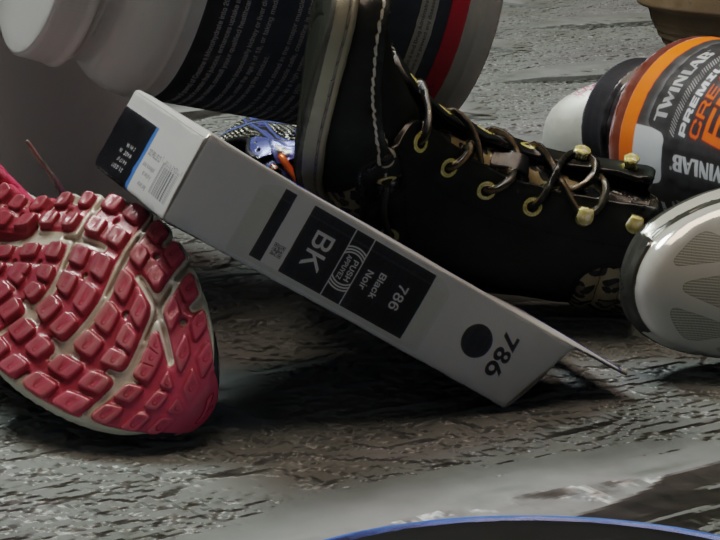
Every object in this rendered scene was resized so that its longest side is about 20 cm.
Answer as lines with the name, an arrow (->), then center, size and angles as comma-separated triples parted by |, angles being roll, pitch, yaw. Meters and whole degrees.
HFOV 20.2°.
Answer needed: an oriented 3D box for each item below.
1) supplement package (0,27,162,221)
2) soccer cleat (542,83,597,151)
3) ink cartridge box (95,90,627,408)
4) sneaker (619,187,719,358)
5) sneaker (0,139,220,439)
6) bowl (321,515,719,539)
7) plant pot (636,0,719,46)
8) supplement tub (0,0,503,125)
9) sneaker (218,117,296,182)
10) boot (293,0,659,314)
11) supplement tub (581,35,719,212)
supplement package -> -0.180, -0.115, 0.992 | 0.119, 0.202, 0.121 | 13, 19, 39
soccer cleat -> 0.193, -0.069, 1.107 | 0.198, 0.070, 0.086 | 5, 14, 16
ink cartridge box -> 0.000, 0.000, 0.771 | 0.199, 0.039, 0.099 | 28, 2, -25
sneaker -> 0.207, 0.010, 0.775 | 0.199, 0.076, 0.115 | 1, 12, -11
sneaker -> -0.114, 0.010, 0.773 | 0.081, 0.075, 0.200 | -47, 45, -12
bowl -> 0.048, 0.105, 0.457 | 0.199, 0.040, 0.201 | 1, 14, 0
plant pot -> 0.307, -0.180, 1.524 | 0.199, 0.093, 0.201 | 0, 13, 0
supplement tub -> -0.048, -0.139, 0.896 | 0.199, 0.141, 0.140 | 8, 10, -26
sneaker -> -0.017, -0.041, 1.012 | 0.078, 0.076, 0.200 | -20, 16, -27
boot -> 0.050, -0.049, 0.835 | 0.152, 0.204, 0.074 | 6, 58, 2
supplement tub -> 0.194, -0.057, 0.987 | 0.106, 0.108, 0.200 | -7, 15, -30
